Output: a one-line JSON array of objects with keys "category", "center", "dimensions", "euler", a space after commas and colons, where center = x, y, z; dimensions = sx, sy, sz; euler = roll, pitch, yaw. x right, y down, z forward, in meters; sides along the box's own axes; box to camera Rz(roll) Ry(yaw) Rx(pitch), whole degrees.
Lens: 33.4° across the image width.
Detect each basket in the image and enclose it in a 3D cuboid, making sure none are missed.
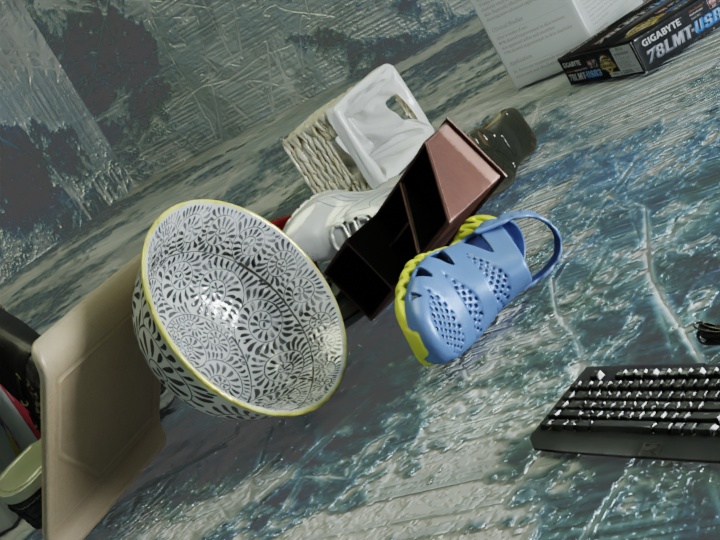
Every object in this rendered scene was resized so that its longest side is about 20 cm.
[{"category": "basket", "center": [-0.003, -0.194, 1.756], "dimensions": [0.123, 0.136, 0.200], "euler": [-25, 14, 37]}]

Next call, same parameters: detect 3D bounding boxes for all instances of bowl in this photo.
[{"category": "bowl", "center": [-0.117, 0.051, 0.993], "dimensions": [0.094, 0.201, 0.201], "euler": [-41, 5, 35]}]

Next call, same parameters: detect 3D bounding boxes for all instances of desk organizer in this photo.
[{"category": "desk organizer", "center": [0.042, -0.039, 1.061], "dimensions": [0.077, 0.072, 0.200], "euler": [-41, -7, -32]}]

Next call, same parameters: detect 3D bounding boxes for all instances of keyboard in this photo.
[{"category": "keyboard", "center": [0.190, 0.060, 0.654], "dimensions": [0.127, 0.021, 0.200], "euler": [-39, 16, -30]}]

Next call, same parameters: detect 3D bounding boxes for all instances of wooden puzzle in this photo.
[{"category": "wooden puzzle", "center": [-0.220, 0.107, 1.011], "dimensions": [0.037, 0.201, 0.185], "euler": [12, 30, 16]}]

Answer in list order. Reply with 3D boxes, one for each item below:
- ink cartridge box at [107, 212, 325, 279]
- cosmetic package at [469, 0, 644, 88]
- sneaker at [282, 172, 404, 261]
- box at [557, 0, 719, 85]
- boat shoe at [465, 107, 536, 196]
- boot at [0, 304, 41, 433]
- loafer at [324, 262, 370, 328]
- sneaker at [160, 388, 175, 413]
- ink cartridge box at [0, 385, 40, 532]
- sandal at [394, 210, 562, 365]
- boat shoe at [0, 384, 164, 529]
[{"category": "ink cartridge box", "center": [-0.152, 0.002, 1.366], "dimensions": [0.200, 0.084, 0.175], "euler": [-22, 6, -41]}, {"category": "cosmetic package", "center": [0.283, -0.408, 1.764], "dimensions": [0.167, 0.200, 0.166], "euler": [-14, 21, 48]}, {"category": "sneaker", "center": [0.006, -0.056, 1.318], "dimensions": [0.199, 0.075, 0.087], "euler": [-22, 20, -8]}, {"category": "box", "center": [0.381, -0.311, 1.535], "dimensions": [0.200, 0.050, 0.198], "euler": [-33, 14, -12]}, {"category": "boat shoe", "center": [0.131, -0.119, 1.338], "dimensions": [0.074, 0.076, 0.200], "euler": [-27, 5, 36]}, {"category": "boot", "center": [-0.340, 0.106, 1.213], "dimensions": [0.073, 0.150, 0.200], "euler": [-52, -11, -23]}, {"category": "loafer", "center": [0.000, 0.000, 1.184], "dimensions": [0.200, 0.063, 0.072], "euler": [-38, 15, -29]}, {"category": "sneaker", "center": [-0.235, 0.103, 1.282], "dimensions": [0.077, 0.080, 0.200], "euler": [-30, 12, -1]}, {"category": "ink cartridge box", "center": [-0.427, 0.194, 1.223], "dimensions": [0.145, 0.145, 0.200], "euler": [-29, 14, 4]}, {"category": "sandal", "center": [0.096, 0.004, 0.944], "dimensions": [0.087, 0.080, 0.200], "euler": [-14, 22, 38]}, {"category": "boat shoe", "center": [-0.247, 0.163, 1.125], "dimensions": [0.074, 0.066, 0.199], "euler": [3, 39, 42]}]
